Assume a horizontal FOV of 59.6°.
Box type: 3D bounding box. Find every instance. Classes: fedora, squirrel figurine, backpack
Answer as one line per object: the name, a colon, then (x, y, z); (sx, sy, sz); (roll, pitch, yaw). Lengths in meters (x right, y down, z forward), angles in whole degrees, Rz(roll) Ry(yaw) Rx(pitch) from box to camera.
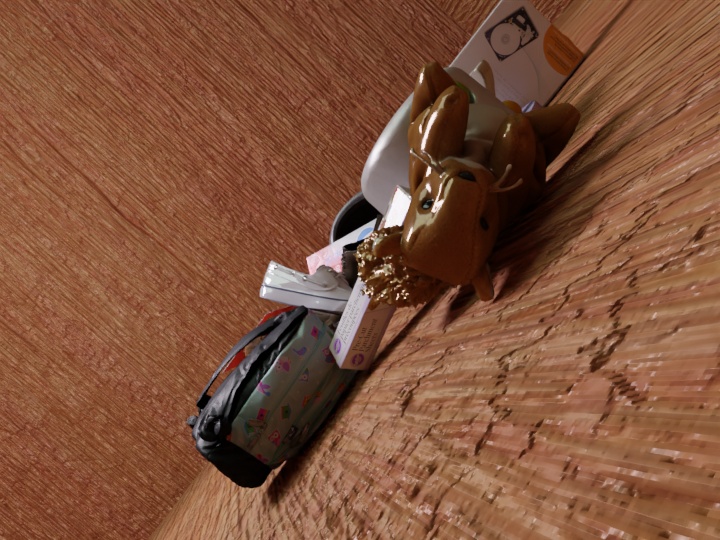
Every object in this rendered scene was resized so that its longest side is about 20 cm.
fedora: (0.040, -0.066, 1.212); (0.198, 0.179, 0.090); (-34, -25, 5)
squirrel figurine: (0.074, -0.040, 0.510); (0.188, 0.139, 0.202); (-68, 1, -49)
backpack: (-0.099, 0.143, 0.736); (0.201, 0.127, 0.166); (-51, 18, -17)

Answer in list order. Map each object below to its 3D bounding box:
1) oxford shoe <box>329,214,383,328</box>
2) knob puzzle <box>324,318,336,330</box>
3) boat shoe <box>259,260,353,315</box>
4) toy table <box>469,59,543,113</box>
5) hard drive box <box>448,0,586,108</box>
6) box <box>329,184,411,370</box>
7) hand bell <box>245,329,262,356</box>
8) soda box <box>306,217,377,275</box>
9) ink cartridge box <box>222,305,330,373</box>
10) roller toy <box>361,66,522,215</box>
oxford shoe: (0.000, 0.000, 0.935); (0.202, 0.083, 0.073); (-57, 4, 24)
knob puzzle: (-0.020, 0.094, 1.093); (0.219, 0.030, 0.220); (-43, -10, -9)
boat shoe: (-0.053, 0.025, 0.895); (0.073, 0.195, 0.067); (32, -111, -72)
toy table: (0.160, -0.194, 0.875); (0.201, 0.117, 0.184); (-53, 5, -35)
hard drive box: (0.220, -0.297, 0.978); (0.201, 0.155, 0.077); (-51, 3, 9)
box: (0.023, 0.012, 0.664); (0.039, 0.041, 0.204); (50, 123, 51)
hand bell: (-0.172, 0.173, 1.032); (0.105, 0.102, 0.204); (-52, -24, -47)
soda box: (0.002, -0.027, 1.100); (0.197, 0.071, 0.063); (-28, -29, 24)
ink cartridge box: (-0.120, 0.118, 1.077); (0.163, 0.050, 0.198); (-50, -17, 30)
roller toy: (0.103, -0.121, 0.731); (0.184, 0.139, 0.200); (-55, -9, 29)
